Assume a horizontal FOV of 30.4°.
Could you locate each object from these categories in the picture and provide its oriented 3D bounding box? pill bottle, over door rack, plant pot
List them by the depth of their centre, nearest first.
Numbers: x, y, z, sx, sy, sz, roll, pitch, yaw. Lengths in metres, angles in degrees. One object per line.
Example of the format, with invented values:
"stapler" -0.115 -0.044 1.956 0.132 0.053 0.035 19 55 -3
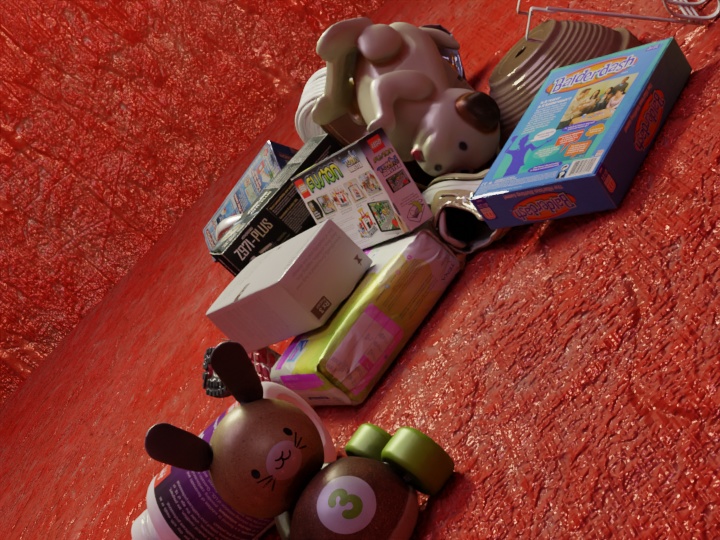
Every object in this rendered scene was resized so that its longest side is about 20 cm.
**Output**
"pill bottle" -0.125 0.206 1.263 0.200 0.112 0.113 -43 14 16
"over door rack" 0.265 -0.294 1.388 0.199 0.067 0.148 -5 22 6
"plant pot" 0.208 -0.210 1.464 0.201 0.093 0.201 -44 15 15

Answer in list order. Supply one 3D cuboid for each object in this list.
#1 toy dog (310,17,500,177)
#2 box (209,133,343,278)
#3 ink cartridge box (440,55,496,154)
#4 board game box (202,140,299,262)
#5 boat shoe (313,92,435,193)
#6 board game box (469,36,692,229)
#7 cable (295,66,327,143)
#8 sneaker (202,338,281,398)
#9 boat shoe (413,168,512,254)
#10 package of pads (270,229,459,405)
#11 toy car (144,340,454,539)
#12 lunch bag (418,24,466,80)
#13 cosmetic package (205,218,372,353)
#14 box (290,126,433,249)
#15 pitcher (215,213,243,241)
"toy dog" 0.066 -0.177 1.469 0.194 0.200 0.140 -24 -34 -36
"box" -0.058 -0.041 1.643 0.200 0.164 0.086 -50 14 -9
"ink cartridge box" 0.089 -0.219 1.618 0.067 0.200 0.116 -45 14 3
"board game box" -0.119 -0.082 1.895 0.200 0.200 0.062 -38 58 28
"boat shoe" 0.034 -0.156 1.605 0.072 0.200 0.068 -59 10 5
"board game box" 0.211 -0.130 1.263 0.152 0.045 0.200 -9 39 48
"cable" 0.008 -0.197 1.809 0.200 0.200 0.069 -19 43 51
"sneaker" -0.120 0.120 1.584 0.200 0.074 0.081 7 95 60
"boat shoe" 0.103 -0.058 1.390 0.068 0.075 0.200 -48 13 -27
"package of pads" 0.004 0.051 1.397 0.200 0.068 0.154 -53 14 -19
"toy car" -0.061 0.153 1.032 0.164 0.200 0.158 -52 14 -17
"lunch bag" 0.065 -0.253 1.953 0.170 0.127 0.200 -37 25 42
"cosmetic package" -0.082 0.021 1.447 0.102 0.074 0.200 -52 13 -30
"box" -0.002 -0.080 1.448 0.035 0.110 0.200 -33 6 -24
"pitcher" -0.083 -0.063 1.781 0.200 0.171 0.122 -35 51 44
